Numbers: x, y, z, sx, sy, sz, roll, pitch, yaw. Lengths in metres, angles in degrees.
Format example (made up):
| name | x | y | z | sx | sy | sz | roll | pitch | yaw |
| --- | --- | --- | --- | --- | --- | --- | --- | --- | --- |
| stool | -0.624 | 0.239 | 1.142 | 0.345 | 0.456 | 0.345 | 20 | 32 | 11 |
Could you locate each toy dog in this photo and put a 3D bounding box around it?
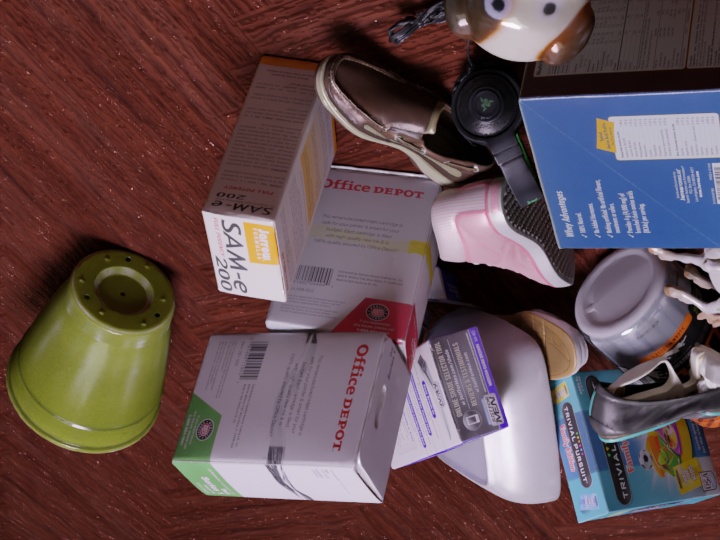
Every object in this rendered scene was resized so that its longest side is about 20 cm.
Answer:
| name | x | y | z | sx | sy | sz | roll | pitch | yaw |
| --- | --- | --- | --- | --- | --- | --- | --- | --- | --- |
| toy dog | 0.127 | -0.249 | 1.067 | 0.138 | 0.201 | 0.194 | 22 | 144 | -7 |

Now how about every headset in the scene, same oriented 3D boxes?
| name | x | y | z | sx | sy | sz | roll | pitch | yaw |
| --- | --- | --- | --- | --- | --- | --- | --- | --- | --- |
| headset | 0.103 | -0.147 | 1.291 | 0.093 | 0.124 | 0.202 | -23 | 102 | 10 |

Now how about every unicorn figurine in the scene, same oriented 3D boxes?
| name | x | y | z | sx | sy | sz | roll | pitch | yaw |
| --- | --- | --- | --- | --- | --- | --- | --- | --- | --- |
| unicorn figurine | 0.336 | 0.001 | 1.324 | 0.137 | 0.074 | 0.199 | 25 | 175 | 43 |

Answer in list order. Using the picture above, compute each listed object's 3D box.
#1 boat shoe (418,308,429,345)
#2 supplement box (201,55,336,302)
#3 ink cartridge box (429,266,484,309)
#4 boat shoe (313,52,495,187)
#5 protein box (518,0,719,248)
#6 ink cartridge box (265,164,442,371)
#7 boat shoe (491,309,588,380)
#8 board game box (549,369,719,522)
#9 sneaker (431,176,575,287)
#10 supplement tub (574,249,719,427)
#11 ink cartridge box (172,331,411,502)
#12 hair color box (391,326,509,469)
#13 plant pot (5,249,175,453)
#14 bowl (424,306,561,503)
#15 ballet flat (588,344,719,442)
| name | x | y | z | sx | sy | sz | roll | pitch | yaw |
| --- | --- | --- | --- | --- | --- | --- | --- | --- | --- |
| boat shoe | -0.002 | 0.074 | 1.651 | 0.072 | 0.063 | 0.199 | 29 | 156 | -34 |
| supplement box | -0.084 | -0.089 | 1.370 | 0.073 | 0.201 | 0.127 | 9 | 144 | 10 |
| ink cartridge box | 0.036 | 0.011 | 1.559 | 0.198 | 0.040 | 0.099 | 8 | 177 | 13 |
| boat shoe | 0.050 | -0.149 | 1.341 | 0.201 | 0.075 | 0.074 | 27 | 161 | -33 |
| protein box | 0.259 | -0.131 | 1.227 | 0.198 | 0.136 | 0.199 | 1 | 142 | 22 |
| ink cartridge box | 0.000 | 0.000 | 1.458 | 0.143 | 0.202 | 0.084 | 8 | 147 | 13 |
| boat shoe | 0.199 | 0.073 | 1.549 | 0.069 | 0.072 | 0.200 | -7 | -172 | -23 |
| board game box | 0.299 | 0.185 | 1.552 | 0.198 | 0.153 | 0.047 | 0 | 159 | -41 |
| sneaker | 0.141 | -0.035 | 1.435 | 0.104 | 0.076 | 0.200 | -9 | 156 | 30 |
| supplement tub | 0.326 | 0.073 | 1.487 | 0.122 | 0.123 | 0.200 | -22 | 130 | 42 |
| ink cartridge box | -0.063 | 0.141 | 1.373 | 0.198 | 0.147 | 0.085 | -1 | 146 | 25 |
| hair color box | 0.077 | 0.139 | 1.510 | 0.064 | 0.110 | 0.200 | -14 | 171 | -21 |
| plant pot | -0.311 | 0.084 | 1.730 | 0.199 | 0.201 | 0.194 | 23 | 132 | -9 |
| bowl | 0.132 | 0.153 | 1.567 | 0.200 | 0.074 | 0.202 | 26 | 127 | 63 |
| ballet flat | 0.320 | 0.116 | 1.401 | 0.198 | 0.068 | 0.069 | -13 | 106 | -9 |
